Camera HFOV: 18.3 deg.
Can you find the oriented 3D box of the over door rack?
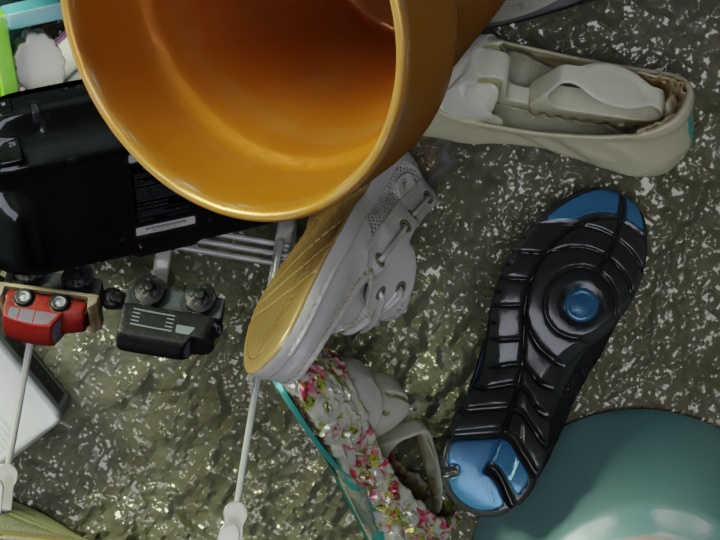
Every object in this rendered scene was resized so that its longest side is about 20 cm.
[{"bbox_3d":[-0.122,0.057,1.264,0.147,0.067,0.201,9,73,3],"label":"over door rack"}]

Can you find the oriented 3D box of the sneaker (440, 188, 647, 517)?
[{"bbox_3d":[0.099,0.045,1.281,0.073,0.082,0.201,28,84,6],"label":"sneaker"}]

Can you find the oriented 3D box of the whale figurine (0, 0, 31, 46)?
[{"bbox_3d":[-0.272,-0.175,1.224,0.159,0.104,0.200,-40,97,11],"label":"whale figurine"}]

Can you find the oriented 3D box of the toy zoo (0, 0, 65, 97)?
[{"bbox_3d":[-0.131,-0.090,1.209,0.199,0.020,0.132,-15,114,-17],"label":"toy zoo"}]

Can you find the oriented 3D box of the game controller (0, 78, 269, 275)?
[{"bbox_3d":[-0.110,-0.059,1.202,0.199,0.042,0.105,-13,128,-18],"label":"game controller"}]

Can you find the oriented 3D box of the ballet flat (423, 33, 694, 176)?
[{"bbox_3d":[0.091,-0.102,1.243,0.199,0.069,0.070,10,103,-4],"label":"ballet flat"}]

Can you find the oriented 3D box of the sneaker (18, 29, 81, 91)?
[{"bbox_3d":[-0.147,-0.087,1.246,0.200,0.075,0.100,-43,105,2],"label":"sneaker"}]

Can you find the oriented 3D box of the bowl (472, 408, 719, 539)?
[{"bbox_3d":[0.163,0.191,1.291,0.200,0.105,0.202,0,104,2],"label":"bowl"}]

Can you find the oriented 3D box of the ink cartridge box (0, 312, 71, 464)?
[{"bbox_3d":[-0.298,0.056,1.310,0.173,0.044,0.200,-37,100,11],"label":"ink cartridge box"}]

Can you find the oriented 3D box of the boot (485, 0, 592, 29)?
[{"bbox_3d":[0.126,-0.229,1.205,0.203,0.073,0.154,-18,101,17],"label":"boot"}]

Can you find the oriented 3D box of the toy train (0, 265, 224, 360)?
[{"bbox_3d":[-0.173,0.019,1.220,0.199,0.034,0.046,9,62,3],"label":"toy train"}]

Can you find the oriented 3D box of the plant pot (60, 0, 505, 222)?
[{"bbox_3d":[-0.017,-0.149,1.116,0.199,0.183,0.201,15,119,28],"label":"plant pot"}]

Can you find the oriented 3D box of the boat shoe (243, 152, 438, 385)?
[{"bbox_3d":[0.000,0.000,1.213,0.069,0.200,0.071,43,133,-13],"label":"boat shoe"}]

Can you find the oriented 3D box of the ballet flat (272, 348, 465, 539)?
[{"bbox_3d":[0.005,0.094,1.267,0.064,0.076,0.200,-30,135,-2],"label":"ballet flat"}]

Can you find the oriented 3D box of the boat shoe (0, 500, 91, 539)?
[{"bbox_3d":[-0.152,0.193,1.324,0.200,0.063,0.073,24,103,-3],"label":"boat shoe"}]
